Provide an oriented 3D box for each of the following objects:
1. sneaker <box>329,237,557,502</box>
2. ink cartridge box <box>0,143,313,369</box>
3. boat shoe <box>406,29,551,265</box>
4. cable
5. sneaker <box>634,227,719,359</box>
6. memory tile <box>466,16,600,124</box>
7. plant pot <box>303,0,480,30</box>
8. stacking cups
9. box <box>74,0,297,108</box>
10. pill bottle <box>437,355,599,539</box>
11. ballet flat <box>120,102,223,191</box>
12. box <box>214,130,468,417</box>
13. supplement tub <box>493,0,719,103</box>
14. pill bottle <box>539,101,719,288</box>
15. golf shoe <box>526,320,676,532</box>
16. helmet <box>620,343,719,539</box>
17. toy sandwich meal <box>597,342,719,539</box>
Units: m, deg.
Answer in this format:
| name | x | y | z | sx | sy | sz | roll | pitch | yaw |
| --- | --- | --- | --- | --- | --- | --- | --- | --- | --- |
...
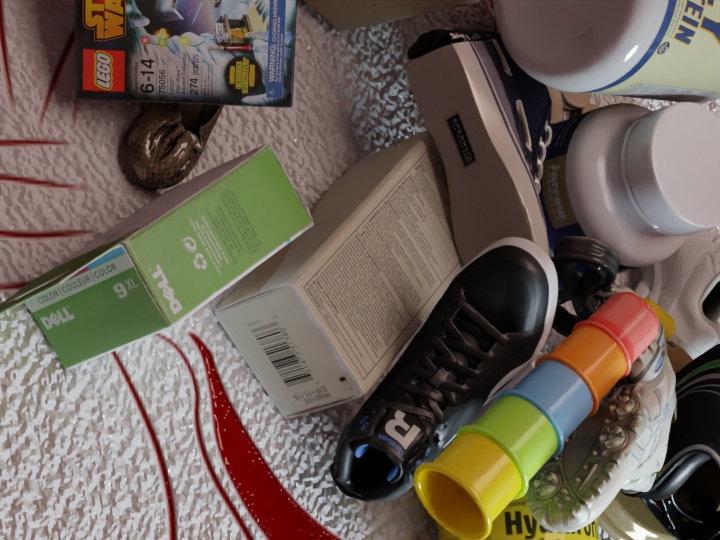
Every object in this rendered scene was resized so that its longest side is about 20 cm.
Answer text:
| name | x | y | z | sx | sy | sz | roll | pitch | yaw |
| --- | --- | --- | --- | --- | --- | --- | --- | --- | --- |
| sneaker | 0.051 | 0.076 | 1.207 | 0.073 | 0.200 | 0.112 | 36 | 31 | 5 |
| ink cartridge box | -0.129 | 0.002 | 1.125 | 0.200 | 0.104 | 0.059 | -39 | 103 | -47 |
| boat shoe | 0.106 | -0.074 | 1.310 | 0.093 | 0.075 | 0.201 | -14 | 86 | -44 |
| cable | 0.165 | 0.008 | 1.363 | 0.050 | 0.097 | 0.200 | -65 | 151 | -17 |
| sneaker | 0.281 | -0.009 | 1.568 | 0.078 | 0.099 | 0.201 | 39 | 51 | -50 |
| memory tile | 0.154 | -0.118 | 1.543 | 0.153 | 0.017 | 0.201 | -33 | 99 | -48 |
| plant pot | 0.023 | -0.288 | 1.349 | 0.177 | 0.199 | 0.200 | 60 | 41 | -30 |
| stacking cups | 0.115 | 0.084 | 1.211 | 0.200 | 0.060 | 0.061 | -44 | 108 | -32 |
| box | -0.104 | -0.202 | 1.156 | 0.040 | 0.136 | 0.201 | -98 | -170 | -72 |
| pill bottle | 0.107 | 0.165 | 1.310 | 0.111 | 0.111 | 0.201 | 14 | 65 | -43 |
| ballet flat | -0.103 | -0.136 | 1.249 | 0.067 | 0.046 | 0.201 | 43 | 48 | -29 |
| box | 0.000 | 0.000 | 1.283 | 0.095 | 0.078 | 0.200 | 58 | 43 | -14 |
| supplement tub | 0.205 | -0.191 | 1.323 | 0.199 | 0.145 | 0.146 | -1 | 75 | -44 |
| pill bottle | 0.175 | -0.056 | 1.389 | 0.119 | 0.200 | 0.120 | 9 | 74 | -34 |
| golf shoe | 0.174 | 0.120 | 1.264 | 0.097 | 0.078 | 0.200 | 62 | 38 | -23 |
| helmet | 0.302 | 0.137 | 1.369 | 0.199 | 0.190 | 0.201 | 16 | 64 | -36 |
| toy sandwich meal | 0.211 | 0.134 | 1.473 | 0.205 | 0.070 | 0.206 | 15 | 65 | -36 |
